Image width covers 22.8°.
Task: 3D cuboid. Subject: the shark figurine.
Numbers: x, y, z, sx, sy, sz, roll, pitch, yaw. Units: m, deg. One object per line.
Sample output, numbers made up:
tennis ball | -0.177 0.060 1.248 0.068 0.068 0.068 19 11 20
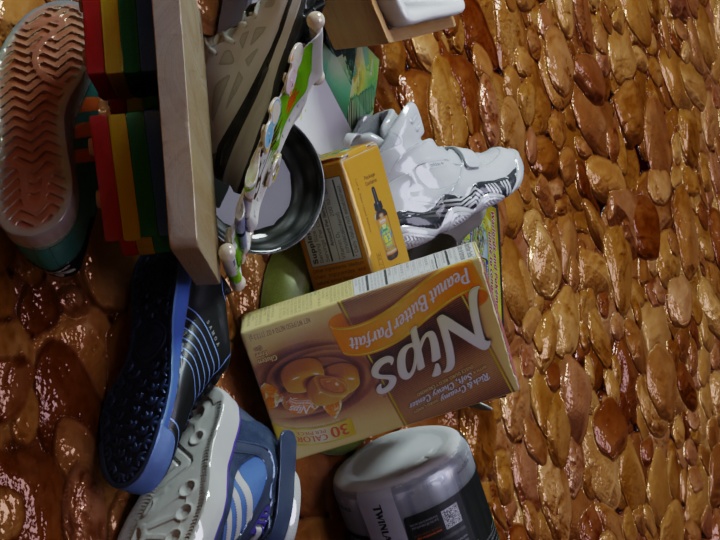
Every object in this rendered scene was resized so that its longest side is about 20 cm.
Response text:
shark figurine | 0.069 0.015 1.599 0.127 0.089 0.216 17 66 -29

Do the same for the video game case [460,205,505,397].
video game case | 0.087 0.012 1.724 0.180 0.025 0.202 22 63 -55

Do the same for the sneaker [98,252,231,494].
sneaker | -0.132 0.075 1.293 0.078 0.070 0.202 37 50 -41

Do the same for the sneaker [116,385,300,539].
sneaker | -0.098 0.200 1.305 0.147 0.080 0.201 52 38 -36

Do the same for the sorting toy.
sorting toy | -0.142 -0.098 1.203 0.200 0.069 0.201 94 -9 -82

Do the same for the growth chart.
growth chart | -0.065 -0.086 1.319 0.145 0.018 0.201 76 35 -84

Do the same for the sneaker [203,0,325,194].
sneaker | -0.102 -0.168 1.332 0.076 0.115 0.202 -53 166 -72

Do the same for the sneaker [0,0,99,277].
sneaker | -0.210 -0.088 1.221 0.080 0.071 0.202 76 13 -59

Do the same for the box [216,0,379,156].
box | -0.053 -0.170 1.529 0.200 0.036 0.145 42 48 -49

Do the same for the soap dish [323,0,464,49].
soap dish | 0.010 -0.274 1.577 0.158 0.081 0.200 66 23 -3

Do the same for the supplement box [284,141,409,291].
supplement box | 0.000 0.000 1.484 0.066 0.068 0.202 -28 107 -59

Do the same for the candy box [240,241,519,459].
candy box | 0.016 0.065 1.419 0.055 0.198 0.116 -100 172 -74

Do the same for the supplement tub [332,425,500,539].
supplement tub | 0.061 0.245 1.520 0.122 0.122 0.202 -41 117 -55

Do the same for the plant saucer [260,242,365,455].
plant saucer | -0.018 0.056 1.530 0.200 0.031 0.202 22 64 -56

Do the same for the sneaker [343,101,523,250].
sneaker | 0.063 -0.098 1.569 0.199 0.075 0.116 -30 104 -40

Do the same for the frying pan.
frying pan | -0.109 -0.095 1.406 0.190 0.031 0.115 44 68 -14
